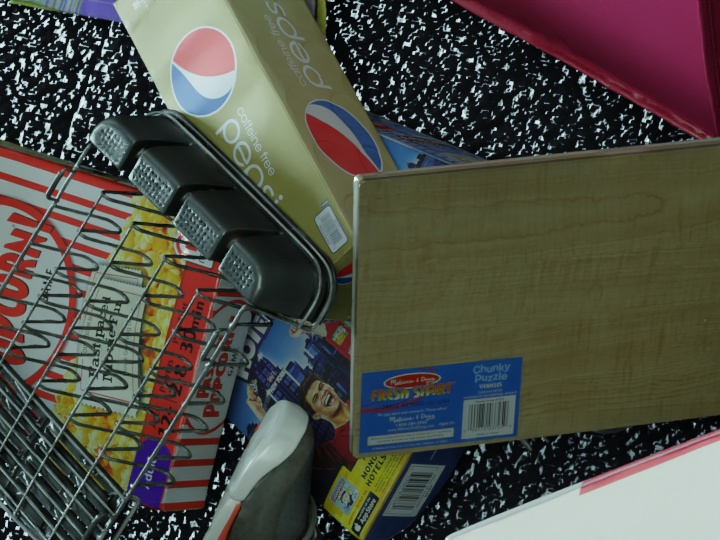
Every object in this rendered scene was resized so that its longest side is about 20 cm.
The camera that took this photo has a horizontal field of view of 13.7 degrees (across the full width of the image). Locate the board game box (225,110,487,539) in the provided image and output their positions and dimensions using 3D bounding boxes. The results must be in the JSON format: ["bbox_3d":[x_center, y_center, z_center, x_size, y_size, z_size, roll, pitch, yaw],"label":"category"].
[{"bbox_3d":[0.000,0.000,1.529,0.200,0.062,0.200,41,111,34],"label":"board game box"}]

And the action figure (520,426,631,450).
[{"bbox_3d":[0.126,0.013,1.518,0.200,0.069,0.130,-27,86,23],"label":"action figure"}]

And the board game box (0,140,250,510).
[{"bbox_3d":[-0.155,0.022,1.548,0.200,0.046,0.152,17,96,26],"label":"board game box"}]

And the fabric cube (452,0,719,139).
[{"bbox_3d":[0.145,-0.217,1.431,0.200,0.196,0.199,32,72,22],"label":"fabric cube"}]

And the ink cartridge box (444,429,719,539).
[{"bbox_3d":[0.132,0.134,1.389,0.145,0.200,0.084,-22,83,9],"label":"ink cartridge box"}]

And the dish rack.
[{"bbox_3d":[-0.117,0.035,1.455,0.153,0.055,0.200,45,111,33],"label":"dish rack"}]

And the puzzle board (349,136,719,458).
[{"bbox_3d":[0.091,0.012,1.437,0.200,0.017,0.151,-6,119,-14],"label":"puzzle board"}]

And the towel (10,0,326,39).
[{"bbox_3d":[-0.099,-0.190,1.568,0.200,0.023,0.144,15,111,22],"label":"towel"}]

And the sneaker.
[{"bbox_3d":[-0.036,0.148,1.504,0.082,0.077,0.200,21,132,6],"label":"sneaker"}]

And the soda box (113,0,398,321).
[{"bbox_3d":[-0.043,-0.073,1.486,0.064,0.068,0.200,-42,62,30],"label":"soda box"}]
